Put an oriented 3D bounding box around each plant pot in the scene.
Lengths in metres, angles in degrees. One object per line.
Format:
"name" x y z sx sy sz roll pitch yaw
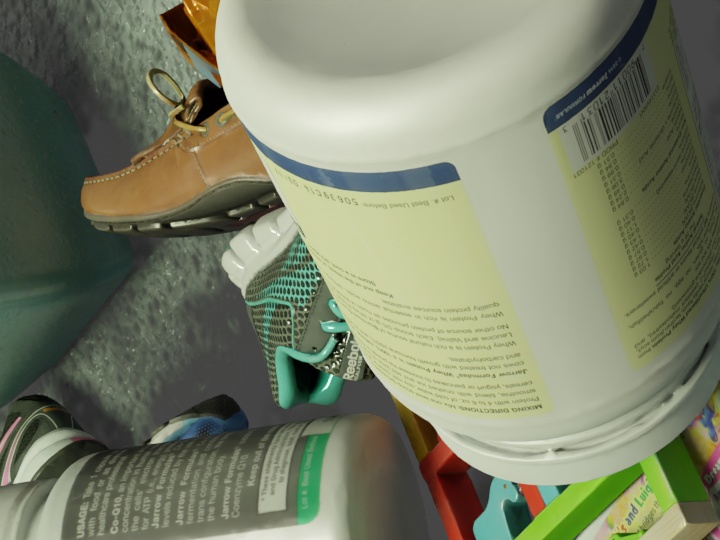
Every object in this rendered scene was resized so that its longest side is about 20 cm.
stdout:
"plant pot" -0.244 -0.015 0.984 0.196 0.199 0.197 -45 63 40

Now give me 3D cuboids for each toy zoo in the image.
"toy zoo" 0.066 0.053 0.767 0.131 0.020 0.201 -52 48 39

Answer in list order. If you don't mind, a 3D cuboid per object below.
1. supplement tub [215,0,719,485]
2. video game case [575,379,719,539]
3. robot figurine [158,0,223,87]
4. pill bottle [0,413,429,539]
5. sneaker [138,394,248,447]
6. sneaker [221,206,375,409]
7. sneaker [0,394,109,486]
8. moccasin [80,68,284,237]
"supplement tub" 0.049 -0.033 0.626 0.145 0.145 0.201 29 156 41
"video game case" 0.164 0.130 0.685 0.182 0.024 0.201 48 127 34
"robot figurine" -0.050 -0.157 0.826 0.144 0.058 0.201 -31 53 -1
"pill bottle" -0.076 0.133 0.827 0.198 0.113 0.114 -10 87 19
"sneaker" -0.078 0.158 0.934 0.089 0.078 0.202 21 114 24
"sneaker" 0.000 0.000 0.788 0.200 0.077 0.092 128 135 -60
"sneaker" -0.197 0.161 1.058 0.086 0.080 0.201 50 121 46
"moccasin" -0.064 -0.063 0.874 0.200 0.073 0.079 -18 78 46
